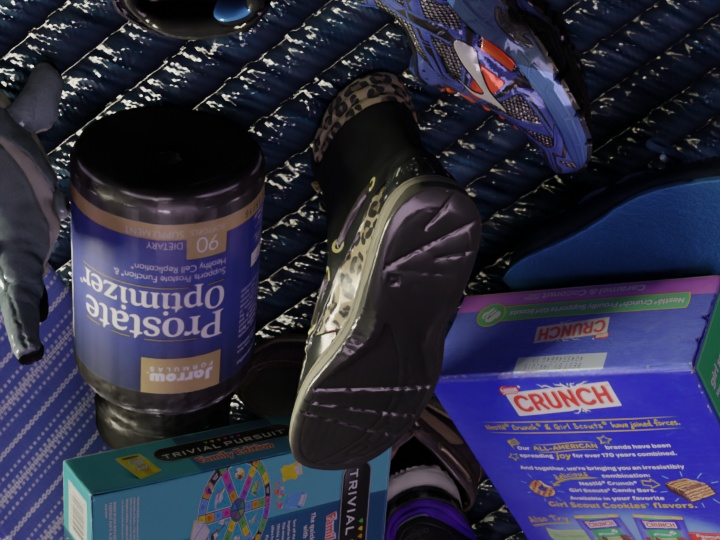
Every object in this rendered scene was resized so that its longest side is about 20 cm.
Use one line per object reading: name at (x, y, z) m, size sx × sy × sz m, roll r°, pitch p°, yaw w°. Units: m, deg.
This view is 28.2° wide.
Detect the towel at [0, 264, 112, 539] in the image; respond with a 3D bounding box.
towel at (-0.216, 0.079, 0.896) m, size 0.145 × 0.024 × 0.200 m, roll -52°, pitch 128°, yaw -24°

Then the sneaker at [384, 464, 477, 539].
sneaker at (0.070, 0.227, 0.964) m, size 0.069 × 0.100 × 0.200 m, roll -28°, pitch 129°, yaw 9°

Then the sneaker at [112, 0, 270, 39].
sneaker at (-0.035, -0.175, 0.736) m, size 0.199 × 0.112 × 0.073 m, roll -25°, pitch 126°, yaw 9°

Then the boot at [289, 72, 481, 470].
boot at (0.002, 0.000, 0.839) m, size 0.073 × 0.154 × 0.204 m, roll 9°, pitch 123°, yaw -20°

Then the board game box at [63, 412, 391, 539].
board game box at (-0.080, 0.172, 0.877) m, size 0.199 × 0.047 × 0.152 m, roll -9°, pitch 114°, yaw -31°

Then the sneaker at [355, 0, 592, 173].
sneaker at (0.069, -0.128, 0.822) m, size 0.078 × 0.076 × 0.200 m, roll -26°, pitch 122°, yaw 28°

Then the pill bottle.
pill bottle at (-0.116, 0.013, 0.856) m, size 0.111 × 0.112 × 0.201 m, roll 0°, pitch 124°, yaw -9°

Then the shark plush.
shark plush at (-0.210, -0.033, 0.772) m, size 0.091 × 0.201 × 0.083 m, roll -27°, pitch 154°, yaw 32°

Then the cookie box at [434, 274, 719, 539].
cookie box at (0.162, 0.102, 0.872) m, size 0.170 × 0.075 × 0.200 m, roll -5°, pitch 133°, yaw 34°

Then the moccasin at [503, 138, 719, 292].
moccasin at (0.166, -0.036, 0.840) m, size 0.199 × 0.068 × 0.081 m, roll -16°, pitch 125°, yaw 41°

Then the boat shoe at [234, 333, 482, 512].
boat shoe at (0.006, 0.106, 0.963) m, size 0.199 × 0.073 × 0.075 m, roll 24°, pitch 118°, yaw -23°
